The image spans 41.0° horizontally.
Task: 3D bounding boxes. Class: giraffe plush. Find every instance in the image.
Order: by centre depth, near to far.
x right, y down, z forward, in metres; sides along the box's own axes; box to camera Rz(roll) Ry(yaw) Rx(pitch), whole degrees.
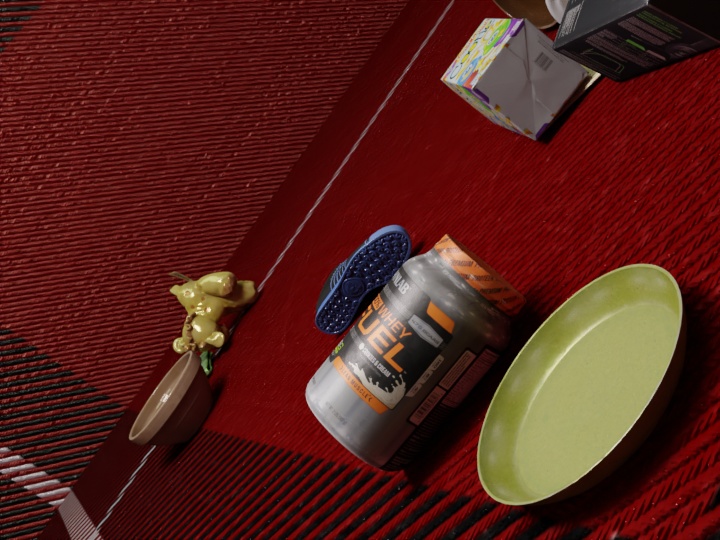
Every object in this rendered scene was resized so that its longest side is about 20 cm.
[{"bbox_3d":[-0.329,0.103,2.095,0.172,0.199,0.163,-31,54,50],"label":"giraffe plush"}]

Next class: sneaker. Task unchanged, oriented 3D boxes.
[{"bbox_3d":[0.000,0.000,1.361,0.200,0.070,0.078,-48,21,26],"label":"sneaker"}]

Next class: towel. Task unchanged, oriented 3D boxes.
[{"bbox_3d":[-0.387,0.273,2.100,0.200,0.031,0.149,-50,16,6],"label":"towel"}]

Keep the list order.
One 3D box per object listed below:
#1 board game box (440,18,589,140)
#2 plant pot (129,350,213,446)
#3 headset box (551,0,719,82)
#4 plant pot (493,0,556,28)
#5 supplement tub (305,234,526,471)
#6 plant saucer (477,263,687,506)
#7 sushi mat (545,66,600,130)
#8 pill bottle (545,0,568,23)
[{"bbox_3d":[0.187,-0.244,1.211,0.103,0.105,0.200,-52,13,8],"label":"board game box"},{"bbox_3d":[-0.344,0.259,1.829,0.201,0.092,0.201,-50,14,17],"label":"plant pot"},{"bbox_3d":[0.301,-0.304,0.968,0.200,0.092,0.175,175,115,-74],"label":"headset box"},{"bbox_3d":[0.297,-0.494,1.427,0.200,0.187,0.187,-40,10,-15],"label":"plant pot"},{"bbox_3d":[0.052,0.074,0.882,0.200,0.122,0.123,-51,13,7],"label":"supplement tub"},{"bbox_3d":[0.160,0.085,0.684,0.200,0.031,0.200,-49,15,17],"label":"plant saucer"},{"bbox_3d":[0.276,-0.245,1.160,0.200,0.012,0.096,-46,16,31],"label":"sushi mat"},{"bbox_3d":[0.306,-0.401,1.246,0.111,0.111,0.201,-41,18,42],"label":"pill bottle"}]
